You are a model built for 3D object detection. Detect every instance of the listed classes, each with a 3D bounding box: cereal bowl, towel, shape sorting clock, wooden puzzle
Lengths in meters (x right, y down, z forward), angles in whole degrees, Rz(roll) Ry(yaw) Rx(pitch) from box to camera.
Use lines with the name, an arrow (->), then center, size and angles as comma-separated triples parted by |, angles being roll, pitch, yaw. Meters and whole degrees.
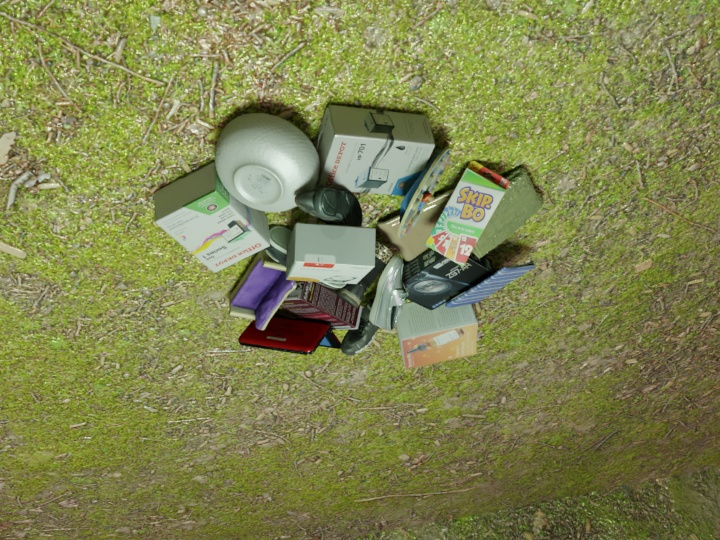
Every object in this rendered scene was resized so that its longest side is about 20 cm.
cereal bowl -> -0.177, -0.181, 1.365 | 0.197, 0.084, 0.202 | 9, 138, 8
towel -> 0.307, 0.032, 1.783 | 0.144, 0.024, 0.199 | -8, 157, -47
towel -> 0.301, -0.124, 1.626 | 0.199, 0.037, 0.148 | -40, 138, 7
shape sorting clock -> 0.127, -0.151, 1.474 | 0.039, 0.200, 0.201 | 34, 137, 8
wooden puzzle -> 0.160, -0.096, 1.666 | 0.198, 0.038, 0.185 | -21, 143, 18

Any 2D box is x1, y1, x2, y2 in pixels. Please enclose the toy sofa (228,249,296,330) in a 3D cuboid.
toy sofa -> -0.222, 0.040, 1.673 | 0.082, 0.099, 0.200 | 14, 136, -29

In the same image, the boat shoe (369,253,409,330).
boat shoe -> 0.077, 0.053, 1.703 | 0.071, 0.070, 0.203 | 27, 129, 16

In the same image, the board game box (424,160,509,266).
board game box -> 0.223, -0.119, 1.556 | 0.095, 0.030, 0.202 | 29, 102, 4

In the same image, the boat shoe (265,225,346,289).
boat shoe -> -0.118, -0.020, 1.605 | 0.199, 0.076, 0.060 | 38, 142, 0

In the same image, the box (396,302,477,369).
box -> 0.194, 0.155, 1.933 | 0.197, 0.107, 0.153 | -13, 143, 0

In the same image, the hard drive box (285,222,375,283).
hard drive box -> -0.063, -0.031, 1.474 | 0.153, 0.078, 0.200 | 3, 169, -9

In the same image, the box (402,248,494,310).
box -> 0.190, 0.011, 1.754 | 0.199, 0.044, 0.159 | -32, 140, 31

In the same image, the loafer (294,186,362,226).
loafer -> -0.056, -0.120, 1.414 | 0.062, 0.073, 0.200 | 5, 173, 23

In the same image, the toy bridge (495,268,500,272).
toy bridge -> 0.260, 0.005, 1.825 | 0.198, 0.027, 0.067 | 14, 137, -29

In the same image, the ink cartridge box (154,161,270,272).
ink cartridge box -> -0.290, -0.101, 1.483 | 0.143, 0.085, 0.200 | -24, 142, 14

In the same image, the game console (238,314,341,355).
game console -> -0.165, 0.177, 1.795 | 0.197, 0.173, 0.120 | 5, 122, 21

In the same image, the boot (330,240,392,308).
boot -> 0.000, 0.000, 1.682 | 0.073, 0.200, 0.151 | 34, 90, -8

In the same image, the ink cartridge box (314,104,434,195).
ink cartridge box -> 0.021, -0.224, 1.416 | 0.197, 0.087, 0.147 | 1, 143, -19

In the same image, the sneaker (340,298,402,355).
sneaker -> 0.021, 0.119, 1.814 | 0.200, 0.066, 0.091 | -42, 148, -18

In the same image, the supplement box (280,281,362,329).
supplement box -> -0.101, 0.080, 1.757 | 0.108, 0.062, 0.199 | -6, 154, 41
